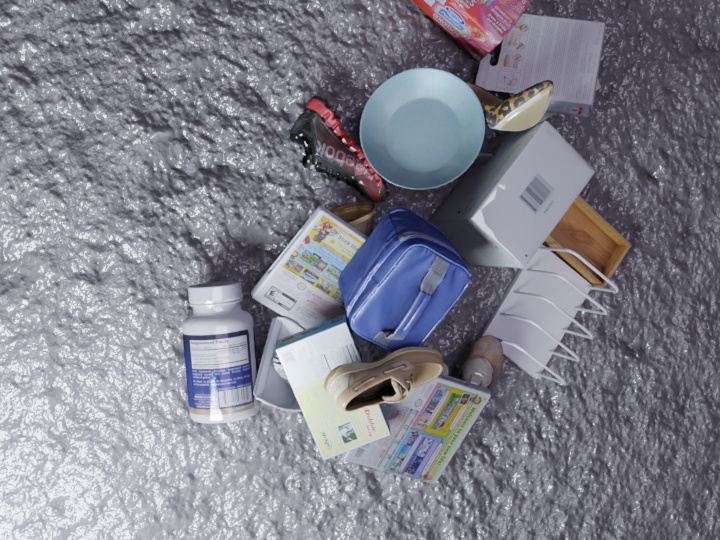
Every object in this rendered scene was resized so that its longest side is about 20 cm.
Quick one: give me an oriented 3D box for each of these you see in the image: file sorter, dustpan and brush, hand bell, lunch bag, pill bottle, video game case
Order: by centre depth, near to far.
[{"bbox_3d":[0.059,0.027,1.227,0.135,0.133,0.201,27,111,-25],"label":"lunch bag"},{"bbox_3d":[-0.215,0.122,1.249,0.109,0.111,0.204,-5,94,-17],"label":"pill bottle"},{"bbox_3d":[-0.042,0.019,1.291,0.199,0.023,0.182,33,108,-27],"label":"video game case"},{"bbox_3d":[-0.080,0.177,1.313,0.200,0.056,0.142,46,49,-48],"label":"dustpan and brush"},{"bbox_3d":[0.090,0.250,1.327,0.180,0.022,0.202,19,114,-21],"label":"video game case"},{"bbox_3d":[0.000,0.000,1.339,0.103,0.104,0.203,-21,112,-16],"label":"hand bell"},{"bbox_3d":[0.334,0.075,1.419,0.138,0.124,0.202,35,82,-17],"label":"file sorter"}]

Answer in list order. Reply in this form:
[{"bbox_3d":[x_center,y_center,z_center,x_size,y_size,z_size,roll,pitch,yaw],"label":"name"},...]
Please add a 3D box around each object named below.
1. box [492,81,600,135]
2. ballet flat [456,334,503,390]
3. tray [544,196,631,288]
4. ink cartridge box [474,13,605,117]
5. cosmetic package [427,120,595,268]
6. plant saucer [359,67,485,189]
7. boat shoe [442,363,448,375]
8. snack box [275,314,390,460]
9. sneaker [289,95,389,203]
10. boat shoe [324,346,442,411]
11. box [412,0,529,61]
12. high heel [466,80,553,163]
[{"bbox_3d":[0.320,-0.312,1.433,0.198,0.049,0.083,-30,100,-14],"label":"box"},{"bbox_3d":[0.183,0.205,1.375,0.067,0.067,0.203,25,103,7],"label":"ballet flat"},{"bbox_3d":[0.390,-0.068,1.476,0.199,0.037,0.099,39,81,-17],"label":"tray"},{"bbox_3d":[0.306,-0.353,1.392,0.196,0.050,0.165,10,72,15],"label":"ink cartridge box"},{"bbox_3d":[0.239,-0.119,1.338,0.123,0.200,0.200,41,80,-12],"label":"cosmetic package"},{"bbox_3d":[0.098,-0.220,1.295,0.197,0.039,0.205,-2,78,8],"label":"plant saucer"},{"bbox_3d":[0.061,0.211,1.363,0.197,0.073,0.063,-17,120,-21],"label":"boat shoe"},{"bbox_3d":[-0.040,0.180,1.245,0.114,0.037,0.203,-20,107,3],"label":"snack box"},{"bbox_3d":[-0.038,-0.176,1.313,0.098,0.071,0.201,-43,102,-11],"label":"sneaker"},{"bbox_3d":[0.045,0.166,1.195,0.197,0.065,0.072,-11,130,-28],"label":"boat shoe"},{"bbox_3d":[0.164,-0.454,1.336,0.199,0.100,0.096,40,81,-7],"label":"box"},{"bbox_3d":[0.222,-0.280,1.286,0.070,0.200,0.145,3,64,-30],"label":"high heel"}]
